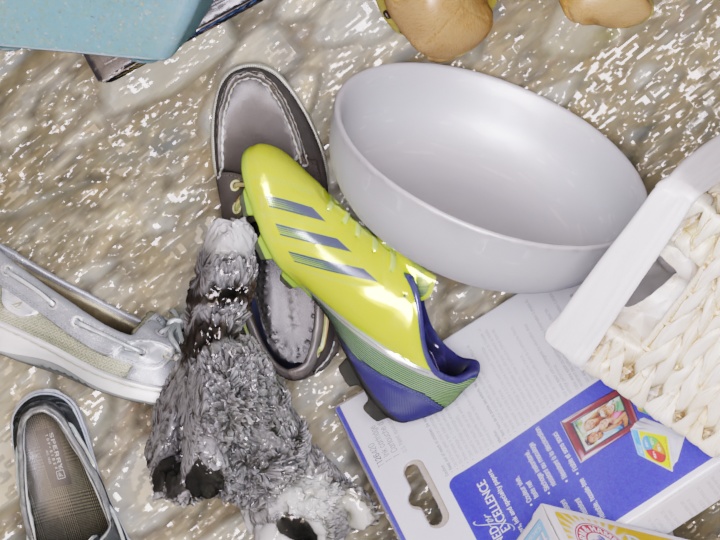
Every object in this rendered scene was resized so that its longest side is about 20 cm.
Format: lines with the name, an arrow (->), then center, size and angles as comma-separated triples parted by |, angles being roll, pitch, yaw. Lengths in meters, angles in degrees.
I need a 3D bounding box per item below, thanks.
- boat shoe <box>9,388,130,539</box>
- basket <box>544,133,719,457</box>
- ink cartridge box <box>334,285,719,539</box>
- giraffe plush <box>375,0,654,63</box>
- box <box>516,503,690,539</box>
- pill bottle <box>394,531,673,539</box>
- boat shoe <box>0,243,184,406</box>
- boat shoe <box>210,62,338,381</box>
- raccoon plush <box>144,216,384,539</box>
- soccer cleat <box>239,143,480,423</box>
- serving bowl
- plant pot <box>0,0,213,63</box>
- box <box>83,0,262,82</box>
boat shoe -> -0.182, 0.175, 1.678 | 0.072, 0.071, 0.201 | -20, 93, 4
basket -> 0.218, 0.006, 1.545 | 0.123, 0.200, 0.136 | 40, 118, 11
ink cartridge box -> 0.107, 0.105, 1.614 | 0.200, 0.047, 0.198 | -34, 47, 7
giraffe plush -> 0.070, -0.195, 1.601 | 0.162, 0.200, 0.173 | -30, 97, 18
box -> 0.167, 0.223, 1.531 | 0.199, 0.101, 0.113 | 16, 120, -32
pill bottle -> 0.100, 0.203, 1.644 | 0.199, 0.114, 0.114 | -16, 92, 4
boat shoe -> -0.159, 0.037, 1.670 | 0.201, 0.074, 0.065 | 18, 99, 9
boat shoe -> -0.052, -0.031, 1.665 | 0.071, 0.061, 0.202 | -11, 93, 4
raccoon plush -> -0.043, 0.080, 1.607 | 0.134, 0.097, 0.201 | 13, 97, -24
soccer cleat -> 0.000, 0.000, 1.603 | 0.084, 0.065, 0.200 | -27, 106, 24
serving bowl -> 0.069, -0.046, 1.604 | 0.200, 0.200, 0.066 | 23, 120, 2
plant pot -> -0.153, -0.229, 1.553 | 0.196, 0.196, 0.201 | 5, 103, 3
box -> -0.122, -0.249, 1.662 | 0.200, 0.050, 0.199 | -29, 91, 4
